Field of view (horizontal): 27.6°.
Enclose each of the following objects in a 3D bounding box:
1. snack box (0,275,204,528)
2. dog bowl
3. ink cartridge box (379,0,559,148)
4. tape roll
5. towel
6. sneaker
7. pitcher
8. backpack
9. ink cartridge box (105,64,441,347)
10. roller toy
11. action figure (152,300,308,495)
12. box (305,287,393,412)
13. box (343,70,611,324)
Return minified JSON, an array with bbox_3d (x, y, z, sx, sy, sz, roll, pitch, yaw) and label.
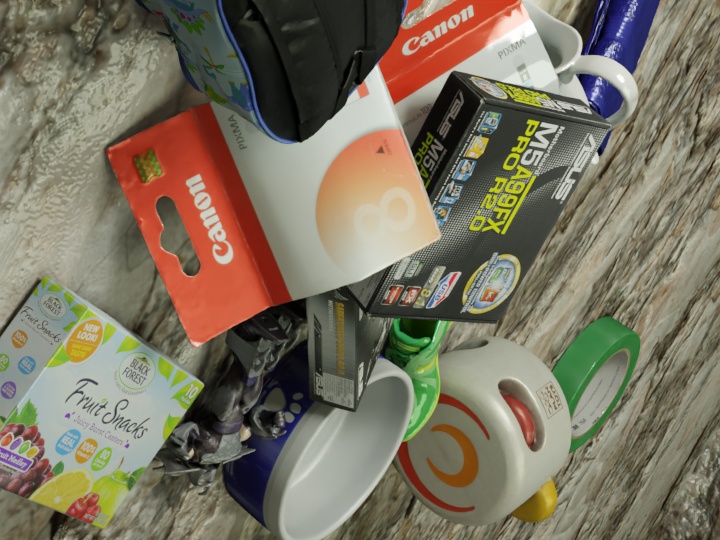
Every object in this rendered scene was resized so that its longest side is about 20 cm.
[{"bbox_3d":[-0.212,0.104,1.094,0.143,0.053,0.200,-56,154,-6],"label":"snack box"},{"bbox_3d":[-0.039,0.164,1.426,0.200,0.078,0.202,-41,149,-31],"label":"dog bowl"},{"bbox_3d":[0.079,-0.139,1.144,0.159,0.047,0.201,-32,143,-13],"label":"ink cartridge box"},{"bbox_3d":[0.321,0.163,2.077,0.200,0.048,0.202,-41,150,-30],"label":"tape roll"},{"bbox_3d":[0.258,-0.233,1.498,0.148,0.049,0.202,61,50,-71],"label":"towel"},{"bbox_3d":[0.050,0.078,1.499,0.083,0.073,0.203,-6,115,-60],"label":"sneaker"},{"bbox_3d":[0.177,-0.142,1.358,0.121,0.170,0.201,-48,152,-25],"label":"pitcher"},{"bbox_3d":[-0.057,-0.199,0.922,0.183,0.146,0.201,-47,148,-21],"label":"backpack"},{"bbox_3d":[-0.058,-0.056,1.038,0.198,0.050,0.164,-28,107,-17],"label":"ink cartridge box"},{"bbox_3d":[0.136,0.174,1.613,0.139,0.199,0.185,-26,134,-47],"label":"roller toy"},{"bbox_3d":[-0.110,0.117,1.269,0.130,0.069,0.202,-20,139,-57],"label":"action figure"},{"bbox_3d":[0.000,0.000,1.288,0.202,0.048,0.159,91,18,-47],"label":"box"},{"bbox_3d":[0.092,-0.052,1.167,0.159,0.044,0.202,6,122,-43],"label":"box"}]
